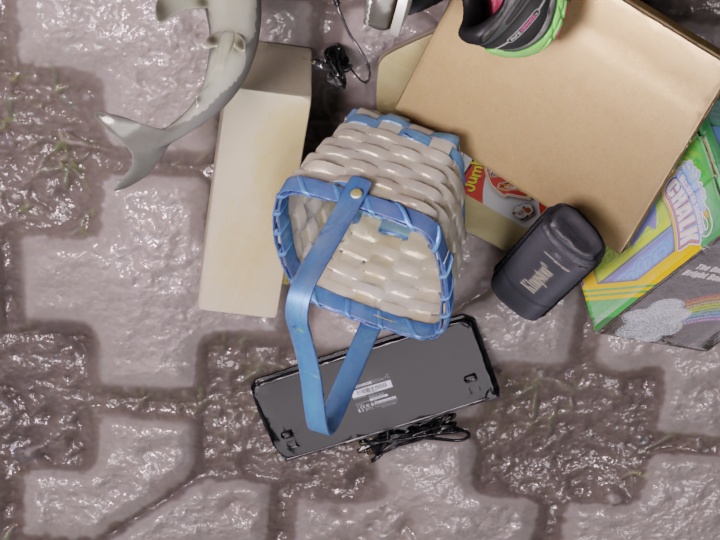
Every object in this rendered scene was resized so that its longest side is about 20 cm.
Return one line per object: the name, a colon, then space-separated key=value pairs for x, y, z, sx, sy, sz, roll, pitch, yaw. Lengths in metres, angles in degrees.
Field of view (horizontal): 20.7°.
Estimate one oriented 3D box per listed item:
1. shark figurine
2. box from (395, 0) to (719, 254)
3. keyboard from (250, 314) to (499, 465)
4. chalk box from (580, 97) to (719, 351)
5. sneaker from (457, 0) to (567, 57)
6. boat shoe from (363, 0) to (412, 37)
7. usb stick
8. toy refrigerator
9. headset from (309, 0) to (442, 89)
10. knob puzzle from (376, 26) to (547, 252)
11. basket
shark figurine: x=-0.102 y=-0.154 z=1.382 sx=0.128 sy=0.215 sz=0.090 roll=10 pitch=164 yaw=3
box: x=0.142 y=-0.130 z=1.398 sx=0.200 sy=0.021 sz=0.164 roll=34 pitch=117 yaw=11
keyboard: x=0.016 y=0.107 z=1.654 sx=0.200 sy=0.040 sz=0.104 roll=-17 pitch=101 yaw=12
chalk box: x=0.261 y=-0.046 z=1.438 sx=0.124 sy=0.124 sz=0.200 roll=11 pitch=142 yaw=-35
sneaker: x=0.092 y=-0.243 z=1.322 sx=0.084 sy=0.077 sz=0.200 roll=-9 pitch=95 yaw=-35
boat shoe: x=0.014 y=-0.258 z=1.315 sx=0.060 sy=0.072 sz=0.202 roll=5 pitch=92 yaw=-5
usb stick: x=0.137 y=-0.004 z=1.465 sx=0.033 sy=0.200 sz=0.055 roll=-41 pitch=85 yaw=-15
toy refrigerator: x=-0.078 y=-0.068 z=1.495 sx=0.070 sy=0.076 sz=0.200 roll=7 pitch=124 yaw=-6
headset: x=0.012 y=-0.226 z=1.402 sx=0.123 sy=0.094 sz=0.200 roll=16 pitch=108 yaw=-7
knob puzzle: x=0.100 y=-0.117 z=1.489 sx=0.219 sy=0.030 sz=0.220 roll=0 pitch=124 yaw=0
basket: x=0.000 y=0.000 z=1.426 sx=0.139 sy=0.200 sz=0.176 roll=14 pitch=145 yaw=13
